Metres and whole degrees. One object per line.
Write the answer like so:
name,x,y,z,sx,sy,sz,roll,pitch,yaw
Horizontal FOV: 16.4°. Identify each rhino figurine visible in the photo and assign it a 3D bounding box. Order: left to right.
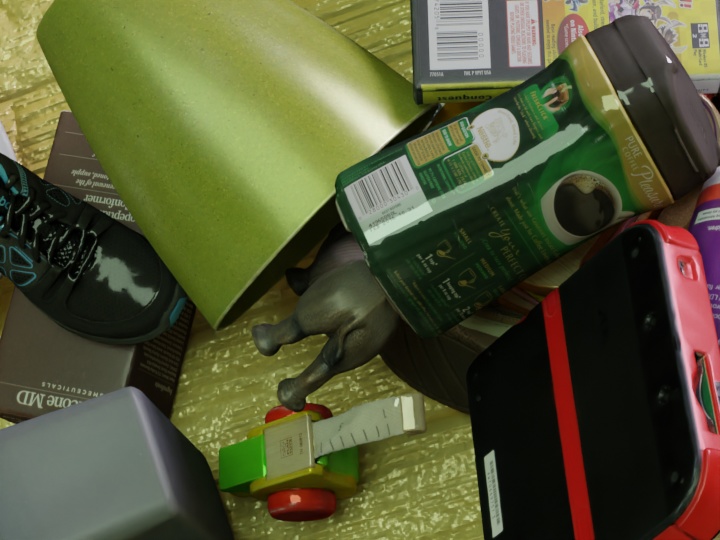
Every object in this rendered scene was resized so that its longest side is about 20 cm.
rhino figurine,0.000,0.000,1.477,0.087,0.200,0.060,-36,105,29

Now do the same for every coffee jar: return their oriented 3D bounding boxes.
coffee jar,0.093,-0.053,1.355,0.199,0.104,0.086,-29,47,7

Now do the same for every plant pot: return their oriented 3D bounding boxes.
plant pot,-0.089,-0.101,1.472,0.200,0.187,0.187,45,94,3

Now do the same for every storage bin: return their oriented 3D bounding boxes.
storage bin,-0.155,0.155,1.449,0.134,0.200,0.146,-23,67,5

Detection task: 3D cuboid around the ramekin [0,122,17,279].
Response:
ramekin,-0.326,-0.044,1.598,0.094,0.201,0.204,-24,60,58

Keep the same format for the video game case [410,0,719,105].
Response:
video game case,0.117,-0.193,1.439,0.180,0.026,0.201,-2,69,2

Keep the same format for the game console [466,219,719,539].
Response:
game console,0.124,0.086,1.324,0.177,0.031,0.201,-44,36,37

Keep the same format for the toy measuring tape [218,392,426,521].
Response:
toy measuring tape,-0.010,0.106,1.470,0.200,0.073,0.074,-22,65,47

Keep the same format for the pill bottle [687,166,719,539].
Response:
pill bottle,0.213,0.047,1.356,0.112,0.113,0.201,14,72,24

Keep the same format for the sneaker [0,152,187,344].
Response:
sneaker,-0.197,-0.019,1.510,0.199,0.082,0.073,27,81,18

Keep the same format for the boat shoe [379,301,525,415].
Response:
boat shoe,0.101,0.046,1.473,0.199,0.072,0.076,16,47,33

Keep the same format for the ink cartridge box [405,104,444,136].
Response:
ink cartridge box,0.153,-0.106,1.502,0.200,0.041,0.200,39,91,26

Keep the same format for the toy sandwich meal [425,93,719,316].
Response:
toy sandwich meal,0.123,-0.074,1.443,0.204,0.070,0.206,-5,75,18

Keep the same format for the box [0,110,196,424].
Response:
box,-0.159,0.007,1.577,0.100,0.075,0.201,8,80,23
